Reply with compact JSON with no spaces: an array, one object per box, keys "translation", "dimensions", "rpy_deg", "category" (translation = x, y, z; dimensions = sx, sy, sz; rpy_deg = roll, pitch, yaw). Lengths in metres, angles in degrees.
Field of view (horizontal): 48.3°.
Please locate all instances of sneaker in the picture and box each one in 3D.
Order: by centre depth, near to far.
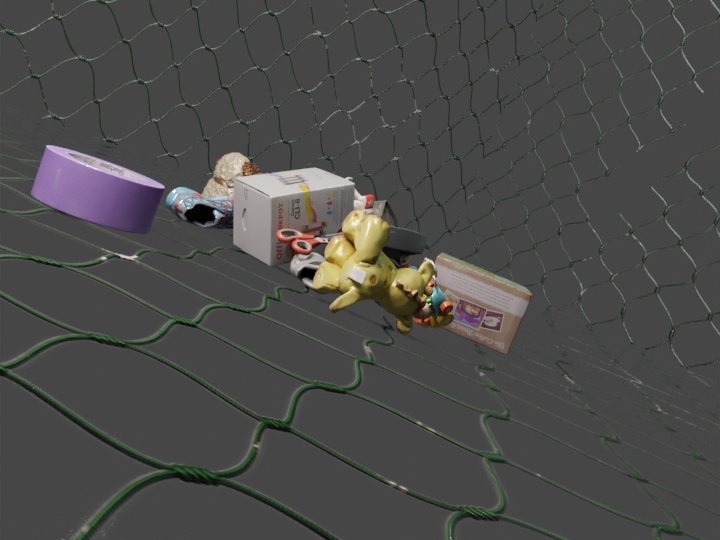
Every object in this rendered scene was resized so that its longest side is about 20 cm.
[{"translation":[-0.029,0.023,1.461],"dimensions":[0.199,0.075,0.116],"rpy_deg":[10,12,-8],"category":"sneaker"},{"translation":[0.002,-0.105,1.660],"dimensions":[0.200,0.093,0.070],"rpy_deg":[54,31,16],"category":"sneaker"},{"translation":[-0.317,-0.115,1.731],"dimensions":[0.200,0.079,0.096],"rpy_deg":[8,26,-38],"category":"sneaker"}]

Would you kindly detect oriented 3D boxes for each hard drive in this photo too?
[{"translation":[0.036,-0.050,1.518],"dimensions":[0.135,0.042,0.200],"rpy_deg":[-8,-7,26],"category":"hard drive"}]

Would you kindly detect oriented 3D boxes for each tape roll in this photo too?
[{"translation":[-0.437,-0.135,1.343],"dimensions":[0.200,0.085,0.200],"rpy_deg":[21,5,-2],"category":"tape roll"}]

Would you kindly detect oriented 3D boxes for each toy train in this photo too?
[{"translation":[0.105,0.043,1.465],"dimensions":[0.151,0.056,0.200],"rpy_deg":[64,-9,-1],"category":"toy train"}]

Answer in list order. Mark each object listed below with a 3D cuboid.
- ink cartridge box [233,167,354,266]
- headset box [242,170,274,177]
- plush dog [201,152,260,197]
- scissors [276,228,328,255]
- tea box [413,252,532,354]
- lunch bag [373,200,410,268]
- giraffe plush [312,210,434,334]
[{"translation":[-0.133,-0.109,1.584],"dimensions":[0.200,0.146,0.145],"rpy_deg":[-13,27,-35],"category":"ink cartridge box"},{"translation":[-0.184,-0.125,1.770],"dimensions":[0.077,0.149,0.200],"rpy_deg":[-21,26,-27],"category":"headset box"},{"translation":[-0.320,-0.202,1.938],"dimensions":[0.200,0.172,0.160],"rpy_deg":[27,9,40],"category":"plush dog"},{"translation":[-0.085,-0.062,1.528],"dimensions":[0.073,0.014,0.200],"rpy_deg":[37,24,20],"category":"scissors"},{"translation":[0.228,0.063,1.630],"dimensions":[0.200,0.134,0.197],"rpy_deg":[22,7,5],"category":"tea box"},{"translation":[0.014,-0.065,1.933],"dimensions":[0.164,0.118,0.200],"rpy_deg":[2,-38,31],"category":"lunch bag"},{"translation":[0.038,0.013,1.342],"dimensions":[0.162,0.173,0.200],"rpy_deg":[27,17,-26],"category":"giraffe plush"}]
